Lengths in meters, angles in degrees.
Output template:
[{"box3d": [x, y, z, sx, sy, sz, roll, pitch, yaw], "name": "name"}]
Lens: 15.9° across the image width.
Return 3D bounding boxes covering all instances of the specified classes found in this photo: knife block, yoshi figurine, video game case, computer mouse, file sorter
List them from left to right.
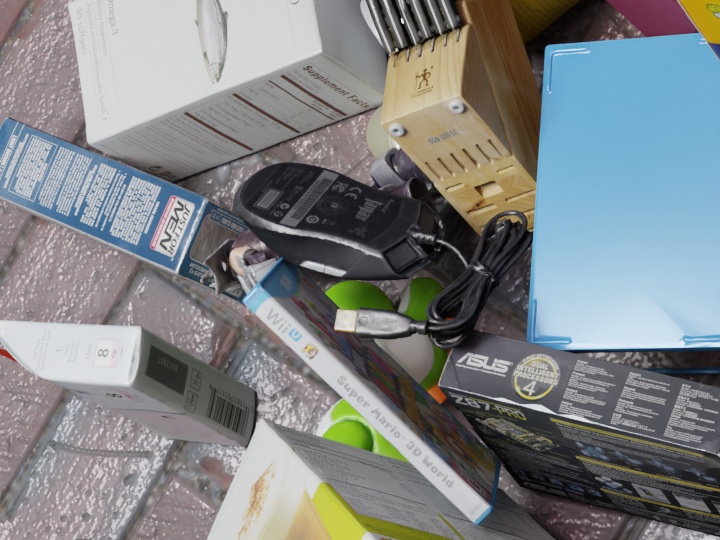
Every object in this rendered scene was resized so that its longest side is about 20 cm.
[{"box3d": [-0.009, 0.088, 1.747, 0.112, 0.112, 0.201, -22, 38, 57], "name": "yoshi figurine"}, {"box3d": [0.000, 0.000, 1.642, 0.199, 0.046, 0.141, 13, 41, 17], "name": "computer mouse"}, {"box3d": [0.011, 0.073, 1.636, 0.200, 0.143, 0.018, 44, 99, -2], "name": "video game case"}, {"box3d": [0.072, -0.141, 1.695, 0.064, 0.200, 0.176, -18, 45, 30], "name": "knife block"}, {"box3d": [0.200, -0.036, 1.657, 0.138, 0.123, 0.202, -2, 76, 29], "name": "file sorter"}]

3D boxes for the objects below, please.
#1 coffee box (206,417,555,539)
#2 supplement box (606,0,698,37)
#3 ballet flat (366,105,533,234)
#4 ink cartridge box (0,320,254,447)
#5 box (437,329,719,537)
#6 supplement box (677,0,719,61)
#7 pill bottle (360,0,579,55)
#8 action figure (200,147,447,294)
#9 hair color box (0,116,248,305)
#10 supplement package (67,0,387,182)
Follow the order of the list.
[{"box3d": [0.014, 0.239, 1.593, 0.198, 0.199, 0.201, 41, 109, 57], "name": "coffee box"}, {"box3d": [0.229, -0.254, 1.660, 0.110, 0.086, 0.200, 42, 76, -5], "name": "supplement box"}, {"box3d": [0.075, -0.080, 1.771, 0.199, 0.069, 0.070, 25, 90, 31], "name": "ballet flat"}, {"box3d": [-0.197, 0.078, 1.826, 0.199, 0.162, 0.057, -1, 72, 29], "name": "ink cartridge box"}, {"box3d": [0.166, 0.109, 1.614, 0.199, 0.161, 0.049, 12, 70, 32], "name": "box"}, {"box3d": [0.305, -0.169, 1.504, 0.199, 0.110, 0.109, 7, 61, 42], "name": "supplement box"}, {"box3d": [0.100, -0.216, 1.765, 0.200, 0.112, 0.112, -39, 62, 15], "name": "pill bottle"}, {"box3d": [-0.027, -0.021, 1.768, 0.199, 0.130, 0.070, -22, 108, 34], "name": "action figure"}, {"box3d": [-0.172, -0.044, 1.879, 0.199, 0.100, 0.061, 23, 88, 31], "name": "hair color box"}, {"box3d": [-0.093, -0.159, 1.855, 0.199, 0.117, 0.118, -19, 68, 23], "name": "supplement package"}]
